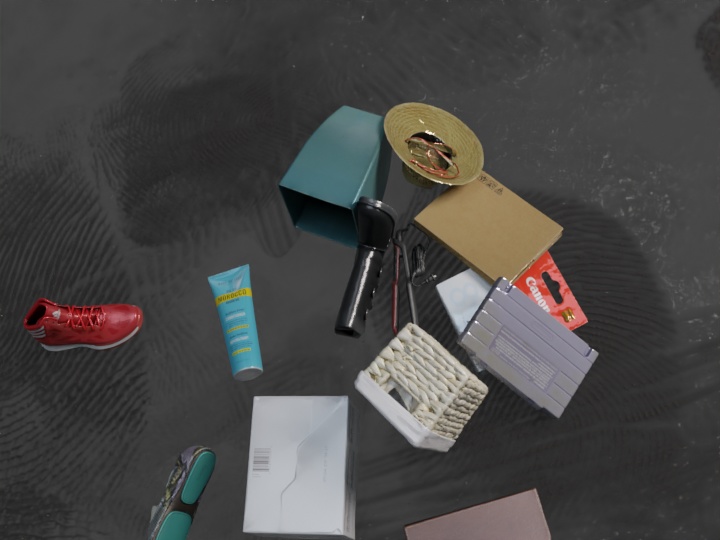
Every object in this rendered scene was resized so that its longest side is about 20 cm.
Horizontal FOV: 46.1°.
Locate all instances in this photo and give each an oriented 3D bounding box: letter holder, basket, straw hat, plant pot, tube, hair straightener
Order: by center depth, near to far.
[{"bbox_3d":[0.178,0.414,1.218,0.197,0.101,0.144,-17,69,4],"label":"letter holder"},{"bbox_3d":[0.098,0.175,1.252,0.135,0.200,0.124,41,92,22],"label":"basket"},{"bbox_3d":[0.091,0.010,1.427,0.076,0.041,0.203,-3,65,10],"label":"hair straightener"},{"bbox_3d":[-0.209,0.087,1.452,0.076,0.051,0.202,-15,62,-3],"label":"tube"},{"bbox_3d":[0.113,-0.191,1.463,0.198,0.086,0.203,13,46,-13],"label":"straw hat"},{"bbox_3d":[-0.025,-0.170,1.466,0.139,0.142,0.202,19,67,17],"label":"plant pot"}]

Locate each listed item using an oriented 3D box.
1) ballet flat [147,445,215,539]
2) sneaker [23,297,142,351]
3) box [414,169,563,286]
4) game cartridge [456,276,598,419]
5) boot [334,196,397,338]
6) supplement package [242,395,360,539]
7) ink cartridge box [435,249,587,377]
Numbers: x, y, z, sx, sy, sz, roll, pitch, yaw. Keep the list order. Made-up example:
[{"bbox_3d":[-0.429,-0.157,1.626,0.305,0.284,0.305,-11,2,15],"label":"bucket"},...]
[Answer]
[{"bbox_3d":[-0.295,0.374,1.353,0.071,0.072,0.203,19,74,17],"label":"ballet flat"},{"bbox_3d":[-0.486,0.090,1.463,0.197,0.116,0.079,-15,67,5],"label":"sneaker"},{"bbox_3d":[0.213,-0.074,1.414,0.199,0.021,0.163,39,65,22],"label":"box"},{"bbox_3d":[0.257,0.121,1.308,0.199,0.038,0.130,38,83,-7],"label":"game cartridge"},{"bbox_3d":[0.000,0.000,1.368,0.065,0.165,0.203,18,77,16],"label":"boot"},{"bbox_3d":[-0.087,0.305,1.305,0.153,0.111,0.203,-1,68,10],"label":"supplement package"},{"bbox_3d":[0.243,0.056,1.370,0.198,0.047,0.162,-27,67,2],"label":"ink cartridge box"}]
